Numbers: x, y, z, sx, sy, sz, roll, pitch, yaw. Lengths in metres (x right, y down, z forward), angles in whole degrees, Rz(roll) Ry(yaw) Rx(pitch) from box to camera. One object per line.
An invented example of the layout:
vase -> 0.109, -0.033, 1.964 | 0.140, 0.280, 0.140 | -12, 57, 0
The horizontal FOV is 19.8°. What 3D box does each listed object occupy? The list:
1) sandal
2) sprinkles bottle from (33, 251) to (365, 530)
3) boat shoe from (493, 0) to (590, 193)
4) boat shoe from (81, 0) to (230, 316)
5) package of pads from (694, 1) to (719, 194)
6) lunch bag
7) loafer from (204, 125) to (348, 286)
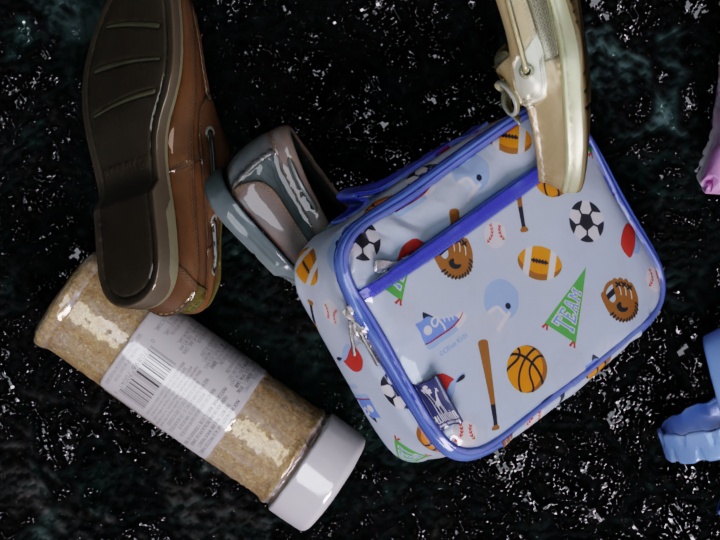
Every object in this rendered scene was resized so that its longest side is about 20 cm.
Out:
sandal -> 0.235, 0.055, 1.185 | 0.087, 0.079, 0.201 | 22, 99, 4
sprinkles bottle -> -0.094, 0.070, 1.214 | 0.199, 0.068, 0.068 | 36, 101, -2
boat shoe -> 0.086, -0.139, 1.102 | 0.063, 0.073, 0.202 | -7, 105, 9
boat shoe -> -0.115, -0.073, 1.194 | 0.072, 0.068, 0.202 | -3, 82, 39
package of pads -> 0.293, -0.093, 1.153 | 0.198, 0.076, 0.122 | 7, 101, 3
lunch bag -> 0.065, 0.004, 1.143 | 0.199, 0.075, 0.161 | -34, 101, -28
loafer -> 0.000, 0.000, 1.175 | 0.063, 0.072, 0.200 | -42, 112, 15
